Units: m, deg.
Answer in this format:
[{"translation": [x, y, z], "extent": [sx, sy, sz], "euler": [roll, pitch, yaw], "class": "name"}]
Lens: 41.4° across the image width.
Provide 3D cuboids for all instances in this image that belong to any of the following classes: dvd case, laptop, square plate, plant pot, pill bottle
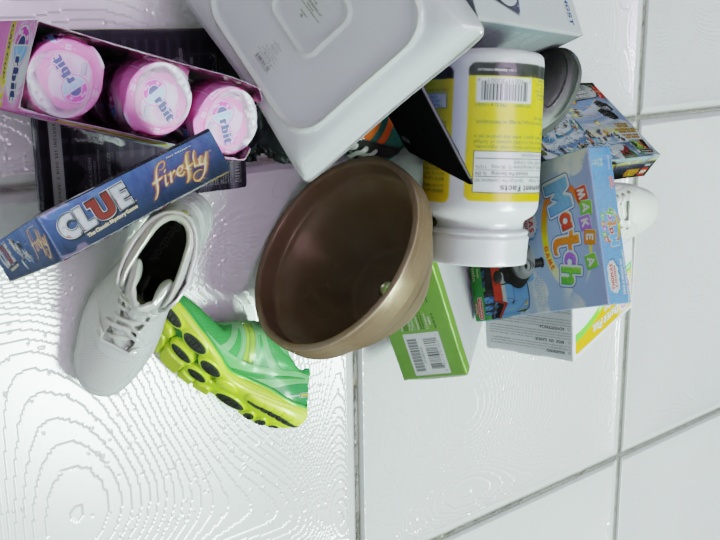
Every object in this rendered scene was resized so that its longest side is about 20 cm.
[{"translation": [-0.191, -0.136, 0.839], "extent": [0.199, 0.016, 0.149], "euler": [-12, 109, -37], "class": "dvd case"}, {"translation": [0.065, -0.201, 0.834], "extent": [0.103, 0.177, 0.201], "euler": [19, 100, -21], "class": "laptop"}, {"translation": [-0.034, -0.205, 0.753], "extent": [0.200, 0.198, 0.028], "euler": [56, 27, 6], "class": "square plate"}, {"translation": [0.000, 0.000, 0.909], "extent": [0.093, 0.200, 0.201], "euler": [34, 79, -41], "class": "plant pot"}, {"translation": [0.117, -0.108, 0.920], "extent": [0.114, 0.114, 0.201], "euler": [-4, 99, -39], "class": "pill bottle"}]

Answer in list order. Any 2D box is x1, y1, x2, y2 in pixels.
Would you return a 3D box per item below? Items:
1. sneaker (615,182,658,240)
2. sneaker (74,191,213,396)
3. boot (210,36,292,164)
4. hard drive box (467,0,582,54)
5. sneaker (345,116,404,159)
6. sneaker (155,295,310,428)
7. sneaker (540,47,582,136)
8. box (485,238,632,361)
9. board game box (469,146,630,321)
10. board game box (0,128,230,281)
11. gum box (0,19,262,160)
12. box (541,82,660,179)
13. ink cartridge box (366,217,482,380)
[{"translation": [0.264, -0.058, 1.065], "extent": [0.199, 0.085, 0.073], "euler": [-7, 100, -21], "class": "sneaker"}, {"translation": [-0.191, 0.028, 0.790], "extent": [0.073, 0.116, 0.201], "euler": [27, 99, -8], "class": "sneaker"}, {"translation": [-0.042, -0.182, 0.823], "extent": [0.076, 0.199, 0.169], "euler": [-37, 120, -66], "class": "boot"}, {"translation": [0.125, -0.302, 0.964], "extent": [0.200, 0.077, 0.157], "euler": [-10, 83, -49], "class": "hard drive box"}, {"translation": [0.000, -0.141, 0.958], "extent": [0.199, 0.071, 0.080], "euler": [-19, 108, -37], "class": "sneaker"}, {"translation": [-0.124, 0.079, 0.923], "extent": [0.200, 0.074, 0.084], "euler": [43, 46, -33], "class": "sneaker"}, {"translation": [0.150, -0.167, 1.004], "extent": [0.200, 0.073, 0.082], "euler": [-43, 147, 2], "class": "sneaker"}, {"translation": [0.242, 0.020, 1.137], "extent": [0.200, 0.112, 0.102], "euler": [-27, 118, -52], "class": "box"}, {"translation": [0.183, -0.031, 0.979], "extent": [0.036, 0.200, 0.152], "euler": [-4, 84, -33], "class": "board game box"}, {"translation": [-0.195, -0.045, 0.716], "extent": [0.135, 0.200, 0.035], "euler": [-34, 102, -28], "class": "board game box"}, {"translation": [-0.187, -0.138, 0.755], "extent": [0.199, 0.113, 0.066], "euler": [9, 95, -40], "class": "gum box"}, {"translation": [0.240, -0.161, 1.112], "extent": [0.199, 0.137, 0.040], "euler": [-9, 144, -37], "class": "box"}, {"translation": [0.086, 0.005, 1.072], "extent": [0.200, 0.075, 0.148], "euler": [-63, 140, -55], "class": "ink cartridge box"}]
